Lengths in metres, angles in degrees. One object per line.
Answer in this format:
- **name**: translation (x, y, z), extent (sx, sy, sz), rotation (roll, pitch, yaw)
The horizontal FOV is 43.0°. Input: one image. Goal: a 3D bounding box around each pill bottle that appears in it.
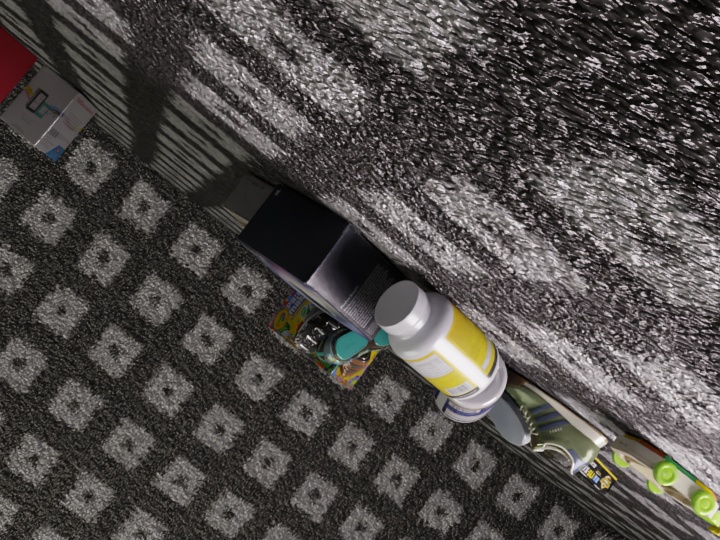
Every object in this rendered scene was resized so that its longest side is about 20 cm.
- **pill bottle**: translation (0.113, 0.102, 1.373), extent (0.200, 0.112, 0.112), rotation (42, 172, -34)
- **pill bottle**: translation (0.183, 0.199, 1.568), extent (0.111, 0.111, 0.200), rotation (36, 164, 11)

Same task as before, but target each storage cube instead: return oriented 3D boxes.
- **storage cube**: translation (-1.048, -0.598, 2.533), extent (0.171, 0.180, 0.200), rotation (33, 172, 37)

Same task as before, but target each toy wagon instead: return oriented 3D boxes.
- **toy wagon**: translation (0.453, 0.310, 1.317), extent (0.200, 0.040, 0.155), rotation (37, 174, -5)

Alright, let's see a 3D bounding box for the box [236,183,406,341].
- **box**: translation (-0.059, -0.013, 1.467), extent (0.200, 0.123, 0.198), rotation (30, 170, 45)

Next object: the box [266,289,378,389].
- **box**: translation (-0.049, 0.102, 1.895), extent (0.192, 0.200, 0.122), rotation (33, 173, 29)

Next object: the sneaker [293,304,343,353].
- **sneaker**: translation (-0.043, 0.065, 1.615), extent (0.074, 0.200, 0.079), rotation (41, -178, -25)

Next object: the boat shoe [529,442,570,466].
- **boat shoe**: translation (0.368, 0.334, 1.858), extent (0.072, 0.066, 0.201), rotation (40, 174, -32)

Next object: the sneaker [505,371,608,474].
- **sneaker**: translation (0.308, 0.261, 1.538), extent (0.200, 0.090, 0.067), rotation (36, 175, 21)

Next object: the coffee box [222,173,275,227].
- **coffee box**: translation (-0.139, -0.075, 1.652), extent (0.113, 0.080, 0.200), rotation (30, 170, 47)

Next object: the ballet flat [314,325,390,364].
- **ballet flat**: translation (-0.002, 0.112, 1.556), extent (0.074, 0.074, 0.200), rotation (34, -151, 32)

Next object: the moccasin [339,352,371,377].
- **moccasin**: translation (-0.002, 0.108, 1.668), extent (0.073, 0.202, 0.078), rotation (22, 135, -17)

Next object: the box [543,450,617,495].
- **box**: translation (0.433, 0.383, 1.951), extent (0.200, 0.049, 0.160), rotation (31, 168, 50)

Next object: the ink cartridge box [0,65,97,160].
- **ink cartridge box**: translation (-0.898, -0.455, 2.644), extent (0.146, 0.200, 0.147), rotation (38, 174, 11)

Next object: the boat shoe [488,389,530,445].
- **boat shoe**: translation (0.265, 0.241, 1.656), extent (0.068, 0.074, 0.199), rotation (-8, -154, -22)
